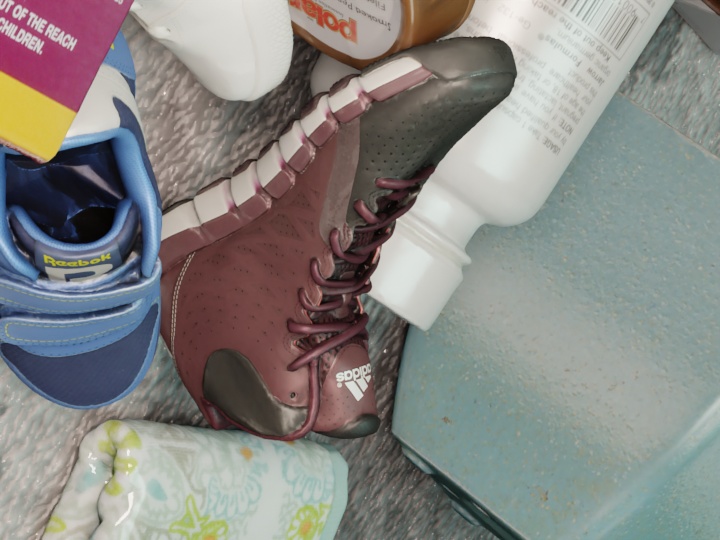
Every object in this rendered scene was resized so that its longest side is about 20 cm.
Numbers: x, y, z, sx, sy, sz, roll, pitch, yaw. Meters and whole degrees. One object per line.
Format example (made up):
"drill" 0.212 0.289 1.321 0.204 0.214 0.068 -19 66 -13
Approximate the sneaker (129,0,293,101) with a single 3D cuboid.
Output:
"sneaker" -0.090 -0.120 0.892 0.088 0.075 0.200 -40 140 -13

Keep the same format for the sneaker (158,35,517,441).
"sneaker" 0.000 0.000 0.982 0.200 0.116 0.076 -34 163 36

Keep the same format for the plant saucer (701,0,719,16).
"plant saucer" 0.138 -0.165 1.093 0.034 0.200 0.200 -41 149 0

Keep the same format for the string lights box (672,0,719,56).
"string lights box" 0.242 -0.209 1.352 0.200 0.059 0.103 -62 151 -2

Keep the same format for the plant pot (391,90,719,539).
"plant pot" 0.132 0.057 1.267 0.200 0.196 0.196 -50 150 -6

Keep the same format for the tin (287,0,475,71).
"tin" -0.012 -0.159 0.930 0.042 0.112 0.200 -35 141 -25

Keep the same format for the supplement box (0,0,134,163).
"supplement box" -0.116 -0.154 0.744 0.200 0.131 0.103 -62 153 0

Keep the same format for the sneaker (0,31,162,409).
"sneaker" -0.106 -0.011 0.901 0.074 0.082 0.200 -14 137 -9

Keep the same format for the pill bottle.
"pill bottle" 0.044 -0.082 1.074 0.200 0.114 0.114 -57 151 -1

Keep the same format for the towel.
"towel" -0.092 0.163 1.127 0.171 0.048 0.200 10 104 -61
